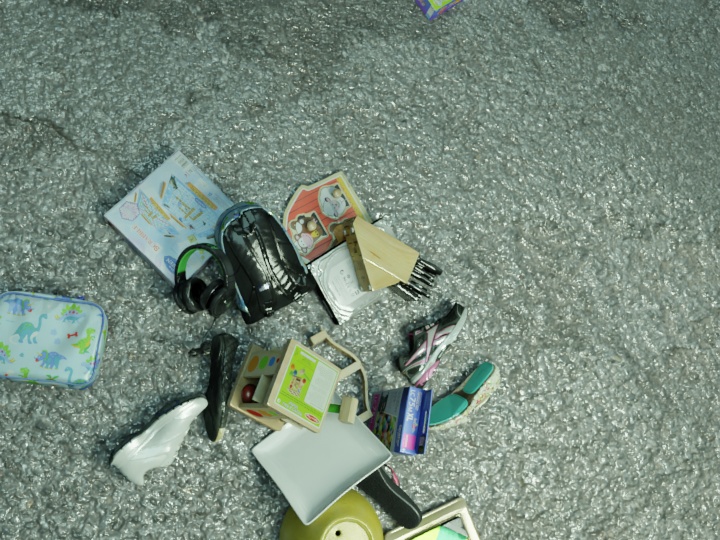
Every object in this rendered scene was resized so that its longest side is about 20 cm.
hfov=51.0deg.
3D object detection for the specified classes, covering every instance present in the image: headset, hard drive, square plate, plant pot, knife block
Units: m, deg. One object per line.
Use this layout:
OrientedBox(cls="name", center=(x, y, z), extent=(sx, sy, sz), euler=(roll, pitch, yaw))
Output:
OrientedBox(cls="headset", center=(-0.292, 0.053, 1.381), extent=(0.122, 0.094, 0.203), euler=(5, 104, 26))
OrientedBox(cls="hard drive", center=(0.000, 0.000, 1.531), extent=(0.199, 0.038, 0.141), euler=(-32, 100, -21))
OrientedBox(cls="square plate", center=(-0.073, 0.342, 1.395), extent=(0.197, 0.029, 0.200), euler=(-34, 49, -17))
OrientedBox(cls="plant pot", center=(-0.038, 0.491, 1.360), extent=(0.197, 0.142, 0.203), euler=(4, 76, -15))
OrientedBox(cls="knife block", center=(0.073, -0.029, 1.508), extent=(0.174, 0.064, 0.203), euler=(-19, 94, -22))

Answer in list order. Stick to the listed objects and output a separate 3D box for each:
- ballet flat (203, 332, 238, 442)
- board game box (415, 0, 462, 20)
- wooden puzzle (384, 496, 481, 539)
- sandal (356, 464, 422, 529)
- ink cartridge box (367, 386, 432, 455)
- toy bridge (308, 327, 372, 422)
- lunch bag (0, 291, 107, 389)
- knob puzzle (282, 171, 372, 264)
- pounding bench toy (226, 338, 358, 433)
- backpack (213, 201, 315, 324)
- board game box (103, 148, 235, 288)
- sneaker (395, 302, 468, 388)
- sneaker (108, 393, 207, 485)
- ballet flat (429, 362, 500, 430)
OrientedBox(cls="ballet flat", center=(-0.256, 0.218, 1.413), extent=(0.056, 0.066, 0.203), euler=(15, 75, -45))
OrientedBox(cls="board game box", center=(0.158, -0.701, 1.756), extent=(0.134, 0.045, 0.201), euler=(-35, 88, -20))
OrientedBox(cls="wooden puzzle", center=(0.161, 0.565, 1.451), extent=(0.183, 0.037, 0.202), euler=(-19, 82, -19))
OrientedBox(cls="sandal", center=(0.044, 0.408, 1.446), extent=(0.200, 0.075, 0.045), euler=(46, 35, 3))
OrientedBox(cls="ink cartridge box", center=(0.069, 0.282, 1.408), extent=(0.041, 0.200, 0.121), euler=(17, 72, -21))
OrientedBox(cls="toy bridge", center=(-0.029, 0.201, 1.486), extent=(0.067, 0.027, 0.202), euler=(-26, 80, -20))
OrientedBox(cls="lunch bag", center=(-0.556, 0.122, 1.342), extent=(0.197, 0.082, 0.163), euler=(8, 76, -13))
OrientedBox(cls="knob puzzle", center=(-0.074, -0.091, 1.552), extent=(0.216, 0.030, 0.223), euler=(4, 76, -15))
OrientedBox(cls="pounding bench toy", center=(-0.120, 0.233, 1.401), extent=(0.199, 0.155, 0.126), euler=(36, 60, -30))
OrientedBox(cls="backpack", center=(-0.199, -0.030, 1.436), extent=(0.162, 0.154, 0.202), euler=(-30, 125, -10))
OrientedBox(cls="board game box", center=(-0.356, -0.099, 1.472), extent=(0.200, 0.041, 0.200), euler=(45, 70, -2))
OrientedBox(cls="sneaker", center=(0.143, 0.137, 1.533), extent=(0.086, 0.081, 0.201), euler=(35, 64, 7))
OrientedBox(cls="sneaker", center=(-0.355, 0.302, 1.369), extent=(0.199, 0.074, 0.087), euler=(-40, 101, -13))
OrientedBox(cls="ballet flat", center=(0.214, 0.268, 1.526), extent=(0.199, 0.075, 0.064), euler=(-38, 122, -15))
